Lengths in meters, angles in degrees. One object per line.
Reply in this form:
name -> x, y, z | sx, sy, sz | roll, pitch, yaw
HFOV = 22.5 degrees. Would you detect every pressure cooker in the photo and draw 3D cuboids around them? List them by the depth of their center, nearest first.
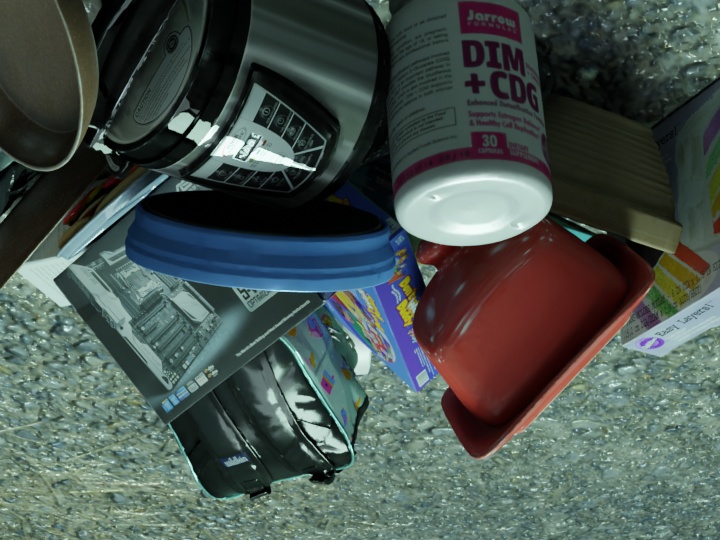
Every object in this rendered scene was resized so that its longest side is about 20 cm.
pressure cooker -> -0.102, -0.144, 1.281 | 0.199, 0.177, 0.178 | 18, 166, -36

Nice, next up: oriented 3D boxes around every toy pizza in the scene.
toy pizza -> -0.172, -0.081, 1.451 | 0.200, 0.032, 0.200 | -39, -177, 3

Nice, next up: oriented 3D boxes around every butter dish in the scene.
butter dish -> 0.105, 0.019, 1.409 | 0.148, 0.200, 0.199 | 43, 94, -11

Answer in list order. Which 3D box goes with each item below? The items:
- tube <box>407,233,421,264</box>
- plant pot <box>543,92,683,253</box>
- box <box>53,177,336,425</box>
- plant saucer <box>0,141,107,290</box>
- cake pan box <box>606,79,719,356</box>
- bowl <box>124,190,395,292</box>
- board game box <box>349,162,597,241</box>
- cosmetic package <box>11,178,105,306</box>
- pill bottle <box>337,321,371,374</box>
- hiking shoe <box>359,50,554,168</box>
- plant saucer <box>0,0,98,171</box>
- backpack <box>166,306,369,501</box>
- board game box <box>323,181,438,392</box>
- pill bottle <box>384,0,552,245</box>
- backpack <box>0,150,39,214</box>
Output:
tube -> 0.032, -0.027, 1.611 | 0.198, 0.058, 0.052 | 10, 139, 16
plant pot -> 0.177, -0.089, 1.483 | 0.199, 0.093, 0.201 | 18, -176, -1
box -> -0.135, 0.009, 1.493 | 0.200, 0.158, 0.050 | -36, -177, 28
plant saucer -> -0.259, -0.051, 1.478 | 0.037, 0.201, 0.200 | 41, 141, -8
cake pan box -> 0.285, -0.046, 1.528 | 0.052, 0.185, 0.200 | 15, 150, -27
bowl -> -0.072, -0.025, 1.324 | 0.199, 0.040, 0.201 | 6, -169, -1
board game box -> 0.098, -0.049, 1.558 | 0.199, 0.047, 0.151 | 16, -171, -36
cosmetic package -> -0.201, -0.034, 1.613 | 0.198, 0.072, 0.101 | -10, 155, 14
pill bottle -> -0.091, 0.062, 1.782 | 0.198, 0.113, 0.112 | 0, 154, -8
hiking shoe -> 0.060, -0.137, 1.462 | 0.199, 0.075, 0.087 | -15, -179, 10
plant saucer -> -0.238, -0.167, 1.235 | 0.034, 0.201, 0.200 | -30, 171, -34
backpack -> -0.100, 0.088, 1.630 | 0.175, 0.154, 0.200 | -14, 132, 25
board game box -> 0.000, 0.000, 1.514 | 0.045, 0.134, 0.200 | -40, 146, -13
pill bottle -> 0.073, -0.130, 1.300 | 0.112, 0.201, 0.114 | -4, 155, -2
backpack -> -0.329, -0.078, 1.406 | 0.127, 0.167, 0.200 | 45, 133, -12
